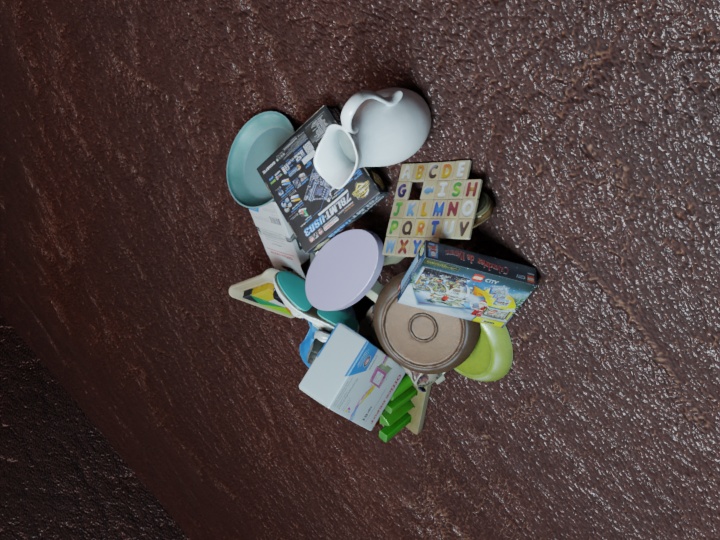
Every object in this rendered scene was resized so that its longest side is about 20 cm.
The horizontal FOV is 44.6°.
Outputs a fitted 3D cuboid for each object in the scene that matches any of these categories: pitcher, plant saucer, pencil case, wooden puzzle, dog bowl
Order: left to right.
[{"bbox_3d":[-0.192,-0.221,1.783,0.198,0.036,0.202,-10,74,37],"label":"plant saucer"},{"bbox_3d":[-0.174,0.059,1.939,0.184,0.038,0.199,22,155,-27],"label":"wooden puzzle"},{"bbox_3d":[-0.064,0.133,1.817,0.111,0.050,0.201,21,132,16],"label":"dog bowl"},{"bbox_3d":[0.030,-0.239,1.421,0.121,0.199,0.172,45,143,18],"label":"pitcher"},{"bbox_3d":[0.088,0.139,1.708,0.200,0.077,0.090,51,171,33],"label":"pencil case"},{"bbox_3d":[0.115,0.098,1.580,0.198,0.034,0.203,5,108,16],"label":"plant saucer"},{"bbox_3d":[0.195,0.125,1.637,0.199,0.031,0.202,30,135,34],"label":"plant saucer"}]

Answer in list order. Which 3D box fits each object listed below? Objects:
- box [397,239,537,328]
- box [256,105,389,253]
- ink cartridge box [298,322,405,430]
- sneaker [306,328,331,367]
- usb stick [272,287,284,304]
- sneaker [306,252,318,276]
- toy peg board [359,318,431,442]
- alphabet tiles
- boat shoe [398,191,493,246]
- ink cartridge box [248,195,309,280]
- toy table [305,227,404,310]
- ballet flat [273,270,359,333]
[{"bbox_3d":[0.176,0.026,1.471,0.198,0.038,0.137,14,141,-12],"label":"box"},{"bbox_3d":[-0.074,-0.168,1.644,0.200,0.050,0.200,-38,78,26],"label":"box"},{"bbox_3d":[-0.009,0.207,1.682,0.084,0.145,0.200,28,173,31],"label":"ink cartridge box"},{"bbox_3d":[-0.060,0.193,1.745,0.073,0.080,0.201,20,157,30],"label":"sneaker"},{"bbox_3d":[-0.106,0.085,1.877,0.055,0.033,0.199,6,160,47],"label":"usb stick"},{"bbox_3d":[-0.083,-0.009,1.808,0.079,0.074,0.202,3,123,27],"label":"sneaker"},{"bbox_3d":[0.039,0.243,1.859,0.199,0.097,0.201,36,139,29],"label":"toy peg board"},{"bbox_3d":[0.121,-0.103,1.485,0.199,0.008,0.169,4,78,50],"label":"alphabet tiles"},{"bbox_3d":[0.158,-0.082,1.507,0.199,0.072,0.068,-13,133,47],"label":"boat shoe"},{"bbox_3d":[-0.160,-0.087,1.872,0.115,0.068,0.201,18,137,44],"label":"ink cartridge box"},{"bbox_3d":[0.000,0.000,1.665,0.199,0.116,0.186,-25,71,40],"label":"toy table"},{"bbox_3d":[-0.095,0.080,1.724,0.199,0.070,0.070,34,142,3],"label":"ballet flat"}]
